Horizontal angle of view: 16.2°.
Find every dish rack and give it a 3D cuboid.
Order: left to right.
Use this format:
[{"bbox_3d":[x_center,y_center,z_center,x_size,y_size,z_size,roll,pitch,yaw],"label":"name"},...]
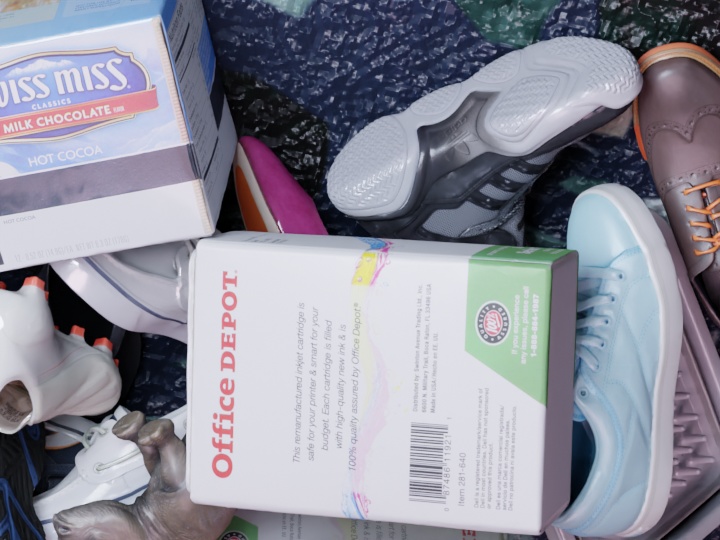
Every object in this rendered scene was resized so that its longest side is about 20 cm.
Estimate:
[{"bbox_3d":[0.146,0.080,1.499,0.043,0.171,0.201,-8,110,50],"label":"dish rack"}]

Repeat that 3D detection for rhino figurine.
[{"bbox_3d":[-0.102,0.118,1.467,0.200,0.060,0.088,-41,113,-2],"label":"rhino figurine"}]

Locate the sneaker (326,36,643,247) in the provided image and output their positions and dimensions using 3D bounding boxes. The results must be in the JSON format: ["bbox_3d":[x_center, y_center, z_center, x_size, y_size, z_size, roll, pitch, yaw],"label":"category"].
[{"bbox_3d":[0.088,-0.056,1.461,0.199,0.076,0.114,-22,124,23],"label":"sneaker"}]

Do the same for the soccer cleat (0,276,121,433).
[{"bbox_3d":[-0.189,0.061,1.447,0.069,0.078,0.200,9,165,13],"label":"soccer cleat"}]

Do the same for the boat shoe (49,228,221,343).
[{"bbox_3d":[-0.107,-0.001,1.475,0.065,0.074,0.200,-47,150,14],"label":"boat shoe"}]

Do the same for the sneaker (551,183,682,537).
[{"bbox_3d":[0.131,0.051,1.414,0.082,0.202,0.074,-1,176,-43],"label":"sneaker"}]

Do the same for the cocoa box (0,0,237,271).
[{"bbox_3d":[-0.182,-0.088,1.389,0.198,0.134,0.132,-9,116,7],"label":"cocoa box"}]

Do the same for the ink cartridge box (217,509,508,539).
[{"bbox_3d":[-0.010,0.174,1.583,0.198,0.146,0.088,1,131,-2],"label":"ink cartridge box"}]

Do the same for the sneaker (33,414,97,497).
[{"bbox_3d":[-0.222,0.120,1.576,0.199,0.080,0.078,27,149,-15],"label":"sneaker"}]

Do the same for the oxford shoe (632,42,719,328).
[{"bbox_3d":[0.209,-0.042,1.468,0.071,0.073,0.201,-18,124,14],"label":"oxford shoe"}]

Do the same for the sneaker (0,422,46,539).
[{"bbox_3d":[-0.232,0.121,1.480,0.077,0.201,0.076,-18,141,18],"label":"sneaker"}]

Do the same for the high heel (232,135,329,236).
[{"bbox_3d":[0.000,0.000,1.477,0.096,0.067,0.201,-27,94,-17],"label":"high heel"}]

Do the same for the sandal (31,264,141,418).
[{"bbox_3d":[-0.168,0.012,1.527,0.075,0.043,0.201,5,126,-4],"label":"sandal"}]

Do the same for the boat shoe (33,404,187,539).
[{"bbox_3d":[-0.139,0.114,1.529,0.199,0.074,0.067,-21,96,-8],"label":"boat shoe"}]

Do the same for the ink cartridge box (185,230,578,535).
[{"bbox_3d":[0.012,0.057,1.368,0.198,0.084,0.146,4,97,15],"label":"ink cartridge box"}]
